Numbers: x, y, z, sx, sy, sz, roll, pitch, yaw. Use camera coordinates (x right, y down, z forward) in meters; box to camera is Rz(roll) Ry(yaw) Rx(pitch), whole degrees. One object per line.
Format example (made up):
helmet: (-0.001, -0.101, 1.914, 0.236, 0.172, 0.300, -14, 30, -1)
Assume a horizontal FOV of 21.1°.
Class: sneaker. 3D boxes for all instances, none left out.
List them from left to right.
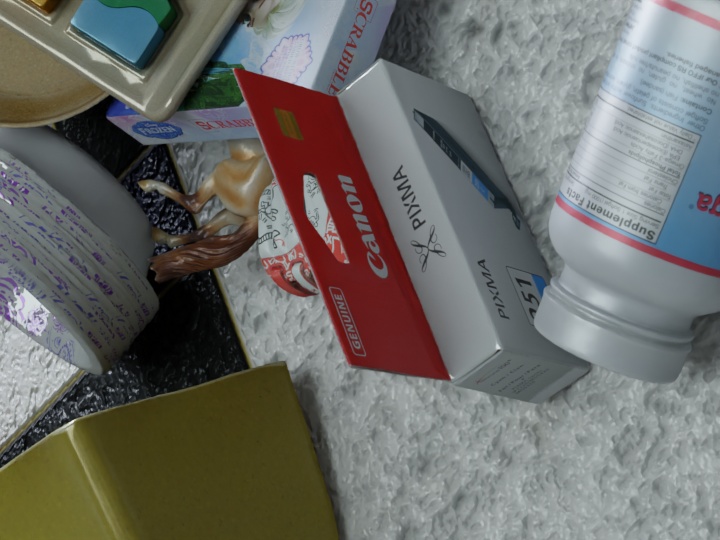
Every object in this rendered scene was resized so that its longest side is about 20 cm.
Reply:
sneaker: (0.001, 0.000, 1.191, 0.108, 0.067, 0.201, -44, 53, 33)

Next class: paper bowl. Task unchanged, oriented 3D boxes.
paper bowl: (-0.223, -0.028, 1.336, 0.201, 0.201, 0.104, 22, 66, 44)

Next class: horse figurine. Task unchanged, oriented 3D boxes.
horse figurine: (-0.085, -0.084, 1.289, 0.132, 0.050, 0.200, -2, 73, 30)

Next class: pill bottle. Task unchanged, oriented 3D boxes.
pill bottle: (0.164, -0.048, 1.004, 0.109, 0.109, 0.200, 32, 108, 42)

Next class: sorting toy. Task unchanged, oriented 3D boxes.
sorting toy: (-0.152, -0.218, 1.231, 0.200, 0.036, 0.185, 33, 88, 17)

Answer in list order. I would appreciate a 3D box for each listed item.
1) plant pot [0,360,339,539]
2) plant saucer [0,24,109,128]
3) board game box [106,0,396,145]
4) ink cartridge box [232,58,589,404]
plant pot: (-0.125, 0.199, 1.211, 0.194, 0.195, 0.200, -34, 78, 37)
plant saucer: (-0.222, -0.191, 1.286, 0.200, 0.035, 0.200, -1, 84, 6)
board game box: (-0.056, -0.179, 1.238, 0.199, 0.041, 0.200, 0, 64, 45)
ink cartridge box: (0.031, -0.029, 1.083, 0.045, 0.176, 0.200, -37, 60, 28)
